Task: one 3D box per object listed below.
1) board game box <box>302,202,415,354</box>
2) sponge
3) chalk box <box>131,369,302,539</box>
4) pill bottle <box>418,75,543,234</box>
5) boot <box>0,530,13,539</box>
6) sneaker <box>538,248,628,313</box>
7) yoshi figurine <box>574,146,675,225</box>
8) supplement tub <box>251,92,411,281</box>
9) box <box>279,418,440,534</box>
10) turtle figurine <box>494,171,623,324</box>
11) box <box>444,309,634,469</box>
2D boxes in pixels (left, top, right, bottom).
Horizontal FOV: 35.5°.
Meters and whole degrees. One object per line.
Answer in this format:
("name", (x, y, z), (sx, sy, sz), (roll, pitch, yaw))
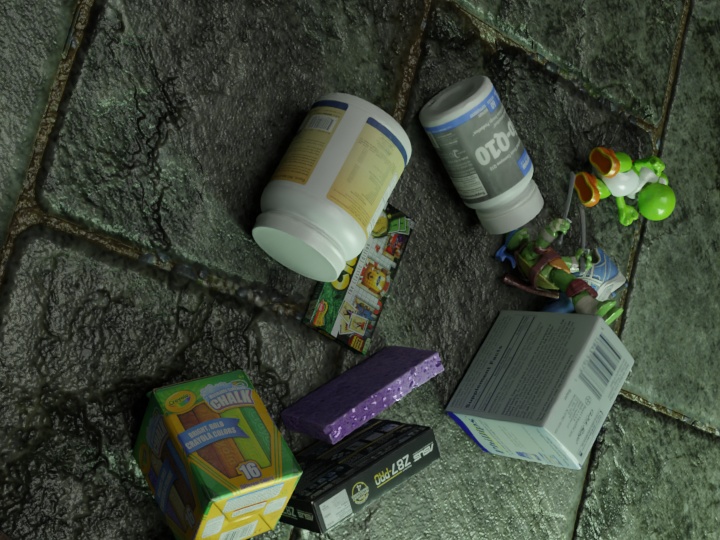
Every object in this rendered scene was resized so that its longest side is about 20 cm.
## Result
("board game box", (0.000, 0.000, 1.509), (0.104, 0.023, 0.202), (30, 73, -30))
("sponge", (0.002, 0.156, 1.455), (0.199, 0.111, 0.030), (-30, 109, -32))
("chalk box", (-0.176, 0.201, 1.290), (0.123, 0.125, 0.201), (-12, 53, -36))
("pill bottle", (0.174, -0.159, 1.580), (0.114, 0.113, 0.201), (-43, 114, -28))
("boot", (-0.407, 0.375, 1.179), (0.199, 0.070, 0.148), (-36, 113, -31))
("sneaker", (0.324, 0.035, 1.728), (0.199, 0.076, 0.078), (-31, 91, -36))
("yoshi figurine", (0.433, -0.129, 1.776), (0.198, 0.112, 0.114), (4, 88, -42))
("supplement tub", (-0.037, -0.103, 1.404), (0.144, 0.144, 0.202), (39, 68, -30))
("box", (-0.023, 0.249, 1.405), (0.199, 0.160, 0.050), (-27, 106, -34))
("turtle figurine", (0.315, -0.022, 1.633), (0.198, 0.145, 0.195), (-29, 65, -19))
("box", (0.250, 0.163, 1.583), (0.105, 0.199, 0.185), (46, 65, -28))
